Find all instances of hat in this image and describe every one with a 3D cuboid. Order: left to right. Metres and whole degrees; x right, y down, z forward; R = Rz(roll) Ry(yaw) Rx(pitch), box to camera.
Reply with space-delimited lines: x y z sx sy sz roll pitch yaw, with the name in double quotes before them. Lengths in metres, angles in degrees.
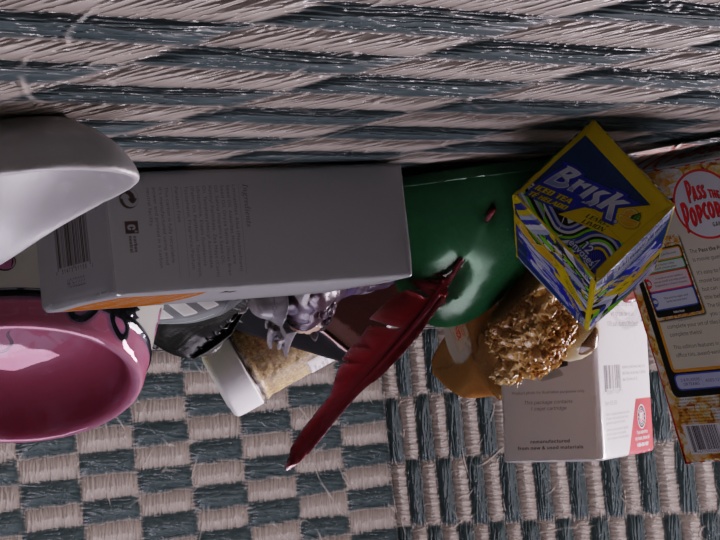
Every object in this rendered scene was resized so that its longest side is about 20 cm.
"hat" 0.069 0.028 1.442 0.200 0.177 0.166 -8 176 31

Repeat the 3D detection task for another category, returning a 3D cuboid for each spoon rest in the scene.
"spoon rest" -0.176 -0.032 1.053 0.099 0.061 0.200 -4 177 -31

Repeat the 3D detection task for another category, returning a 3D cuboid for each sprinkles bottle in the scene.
"sprinkles bottle" -0.034 0.045 1.857 0.200 0.068 0.068 -30 178 -4

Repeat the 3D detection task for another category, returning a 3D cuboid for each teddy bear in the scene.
"teddy bear" 0.134 0.011 1.510 0.145 0.067 0.200 -47 -171 6

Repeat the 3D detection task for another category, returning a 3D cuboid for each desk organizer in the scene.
"desk organizer" -0.058 0.011 1.762 0.200 0.077 0.072 13 159 50

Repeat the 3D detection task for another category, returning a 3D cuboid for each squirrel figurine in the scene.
"squirrel figurine" 0.176 0.041 1.928 0.186 0.142 0.200 -12 -156 -19

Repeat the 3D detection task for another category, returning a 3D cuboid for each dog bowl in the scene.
"dog bowl" -0.225 0.045 1.452 0.200 0.074 0.200 -4 149 -2

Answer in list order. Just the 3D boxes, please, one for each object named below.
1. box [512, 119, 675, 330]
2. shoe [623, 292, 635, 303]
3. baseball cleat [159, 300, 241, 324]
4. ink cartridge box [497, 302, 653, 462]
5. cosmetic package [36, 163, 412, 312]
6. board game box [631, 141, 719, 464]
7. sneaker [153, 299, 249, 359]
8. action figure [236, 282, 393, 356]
"box" 0.135 -0.022 1.306 0.064 0.070 0.200 -42 170 -4
"shoe" 0.254 -0.021 1.662 0.071 0.091 0.200 -9 175 42
"baseball cleat" -0.144 -0.001 1.540 0.200 0.070 0.106 -17 162 -25
"ink cartridge box" 0.168 0.047 1.752 0.083 0.201 0.147 -4 177 23
"cosmetic package" -0.081 -0.019 1.315 0.200 0.071 0.101 -4 176 -32
"board game box" 0.246 0.018 1.389 0.151 0.200 0.046 -8 -166 42
"sneaker" -0.117 0.024 1.703 0.200 0.091 0.067 -5 -142 44
"action figure" 0.000 0.000 1.607 0.200 0.070 0.130 -15 162 -24
